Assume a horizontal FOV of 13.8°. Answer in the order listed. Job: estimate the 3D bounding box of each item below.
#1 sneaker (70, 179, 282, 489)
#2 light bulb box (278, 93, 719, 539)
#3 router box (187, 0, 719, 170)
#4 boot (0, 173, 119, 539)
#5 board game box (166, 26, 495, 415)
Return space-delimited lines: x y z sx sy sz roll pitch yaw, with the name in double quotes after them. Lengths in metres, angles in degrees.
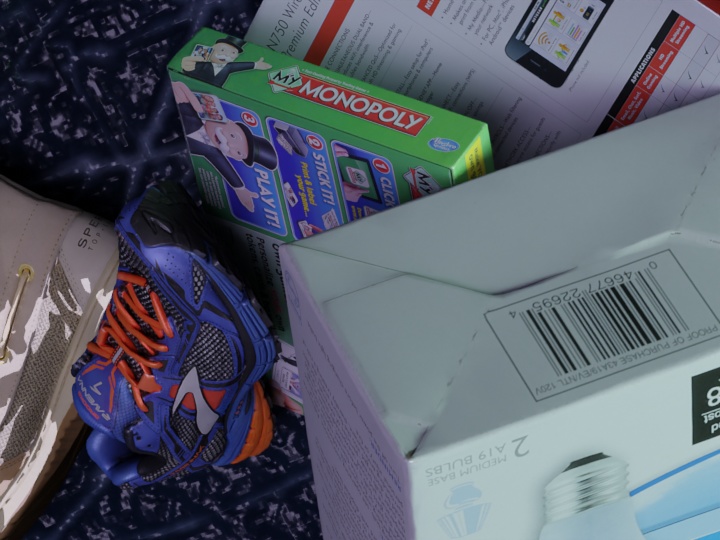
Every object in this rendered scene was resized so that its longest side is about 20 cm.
-0.081 0.038 1.230 0.075 0.078 0.200 52 162 28 "sneaker"
0.088 0.065 1.134 0.198 0.125 0.200 -19 137 -11 "light bulb box"
0.048 -0.079 1.195 0.179 0.049 0.200 35 128 5 "router box"
-0.192 0.037 1.322 0.155 0.073 0.200 31 113 3 "boot"
0.000 0.000 1.209 0.134 0.029 0.200 20 144 26 "board game box"
